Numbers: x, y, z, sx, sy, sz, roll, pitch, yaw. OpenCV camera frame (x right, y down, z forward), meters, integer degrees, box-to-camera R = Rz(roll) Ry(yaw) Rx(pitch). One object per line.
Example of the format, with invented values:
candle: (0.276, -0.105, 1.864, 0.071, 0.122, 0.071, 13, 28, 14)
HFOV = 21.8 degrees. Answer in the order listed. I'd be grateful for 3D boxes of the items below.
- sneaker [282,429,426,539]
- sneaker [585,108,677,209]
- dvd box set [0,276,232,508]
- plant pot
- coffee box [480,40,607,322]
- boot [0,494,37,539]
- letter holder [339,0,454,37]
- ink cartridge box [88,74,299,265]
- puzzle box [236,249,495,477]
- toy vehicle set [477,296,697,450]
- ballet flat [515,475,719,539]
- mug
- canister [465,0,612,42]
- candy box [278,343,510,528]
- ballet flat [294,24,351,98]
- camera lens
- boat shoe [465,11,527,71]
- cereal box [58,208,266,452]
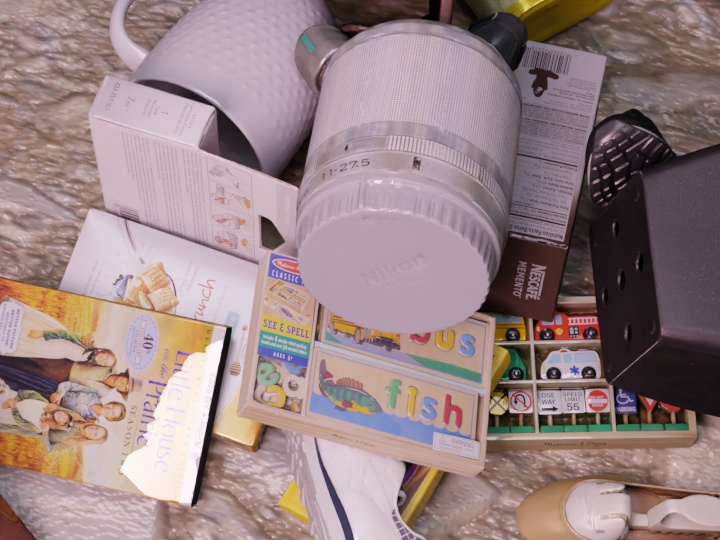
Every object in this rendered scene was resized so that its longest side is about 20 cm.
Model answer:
sneaker: (-0.011, 0.142, 1.451, 0.080, 0.077, 0.202, -10, 63, -13)
sneaker: (0.218, -0.096, 1.541, 0.075, 0.200, 0.088, -31, 63, 13)
dvd box set: (-0.211, 0.096, 1.483, 0.198, 0.029, 0.148, 12, 90, 8)
plant pot: (0.284, 0.007, 1.457, 0.175, 0.200, 0.202, 0, 72, -11)
coffee box: (0.145, -0.074, 1.547, 0.079, 0.115, 0.202, 12, 58, 6)
boot: (-0.283, 0.178, 1.383, 0.068, 0.200, 0.189, -29, 69, -14)
letter holder: (0.006, -0.243, 1.549, 0.140, 0.200, 0.102, 7, 95, -1)
ink cartridge box: (-0.124, -0.064, 1.501, 0.174, 0.200, 0.045, 18, 65, 6)
puzzle box: (0.008, 0.072, 1.437, 0.198, 0.025, 0.134, 16, 60, -17)
toy vehicle set: (0.173, 0.084, 1.537, 0.197, 0.027, 0.126, -1, 65, -2)
ballet flat: (0.223, 0.190, 1.470, 0.197, 0.063, 0.069, 2, 64, 0)
mug: (-0.120, -0.178, 1.578, 0.199, 0.148, 0.176, 34, 58, 1)
canister: (0.133, -0.309, 1.687, 0.148, 0.087, 0.201, -28, 70, -13)
candy box: (0.028, 0.128, 1.494, 0.102, 0.026, 0.201, 25, 73, 23)
ballet flat: (0.014, -0.145, 1.563, 0.067, 0.200, 0.064, -45, 49, 6)
camera lens: (0.037, -0.075, 1.407, 0.158, 0.161, 0.202, 8, 52, 2)
boat shoe: (0.093, -0.164, 1.558, 0.069, 0.200, 0.057, 43, 77, -5)
cereal box: (-0.154, 0.048, 1.526, 0.198, 0.040, 0.145, 18, 77, 6)
